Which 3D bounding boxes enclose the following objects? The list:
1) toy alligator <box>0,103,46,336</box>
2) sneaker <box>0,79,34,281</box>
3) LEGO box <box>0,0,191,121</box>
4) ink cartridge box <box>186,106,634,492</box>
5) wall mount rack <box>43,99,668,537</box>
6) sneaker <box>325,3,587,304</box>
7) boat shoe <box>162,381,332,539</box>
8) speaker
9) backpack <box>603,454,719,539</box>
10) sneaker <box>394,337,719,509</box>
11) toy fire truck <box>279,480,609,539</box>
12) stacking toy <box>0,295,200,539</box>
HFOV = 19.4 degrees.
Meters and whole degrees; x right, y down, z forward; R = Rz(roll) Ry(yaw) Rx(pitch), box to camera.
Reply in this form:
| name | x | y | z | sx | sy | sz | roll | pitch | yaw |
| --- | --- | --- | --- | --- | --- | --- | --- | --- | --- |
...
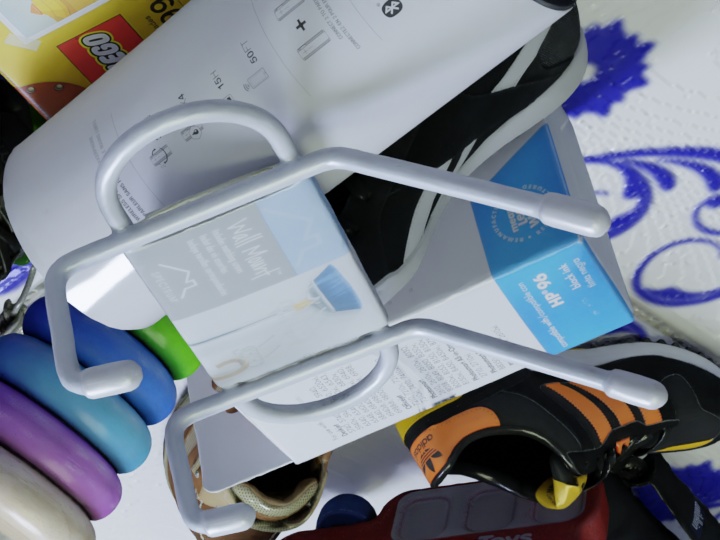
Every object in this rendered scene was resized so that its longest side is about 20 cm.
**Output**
| name | x | y | z | sx | sy | sz | roll | pitch | yaw |
| --- | --- | --- | --- | --- | --- | --- | --- | --- | --- |
| toy alligator | -0.121 | -0.039 | 0.853 | 0.054 | 0.059 | 0.200 | 43 | 126 | 0 |
| sneaker | -0.154 | -0.014 | 0.754 | 0.099 | 0.200 | 0.070 | -18 | 124 | 8 |
| LEGO box | -0.098 | -0.160 | 0.688 | 0.149 | 0.077 | 0.200 | -25 | 140 | 15 |
| ink cartridge box | 0.000 | 0.000 | 0.881 | 0.199 | 0.116 | 0.068 | -24 | 140 | 14 |
| wall mount rack | 0.000 | 0.017 | 0.688 | 0.173 | 0.075 | 0.200 | -21 | 147 | 5 |
| sneaker | 0.003 | -0.069 | 0.783 | 0.200 | 0.073 | 0.112 | -47 | 141 | -25 |
| boat shoe | -0.051 | 0.088 | 1.006 | 0.075 | 0.074 | 0.200 | -2 | 143 | -13 |
| speaker | -0.028 | -0.062 | 0.700 | 0.200 | 0.081 | 0.081 | -37 | 136 | 27 |
| backpack | 0.140 | 0.201 | 1.156 | 0.126 | 0.167 | 0.200 | -11 | 150 | 30 |
| sneaker | 0.105 | 0.083 | 1.033 | 0.199 | 0.090 | 0.070 | 9 | 137 | -25 |
| toy fire truck | 0.020 | 0.167 | 1.035 | 0.199 | 0.168 | 0.112 | -10 | 118 | 18 |
| stacking toy | -0.089 | 0.014 | 0.830 | 0.200 | 0.085 | 0.085 | -55 | 142 | -15 |
